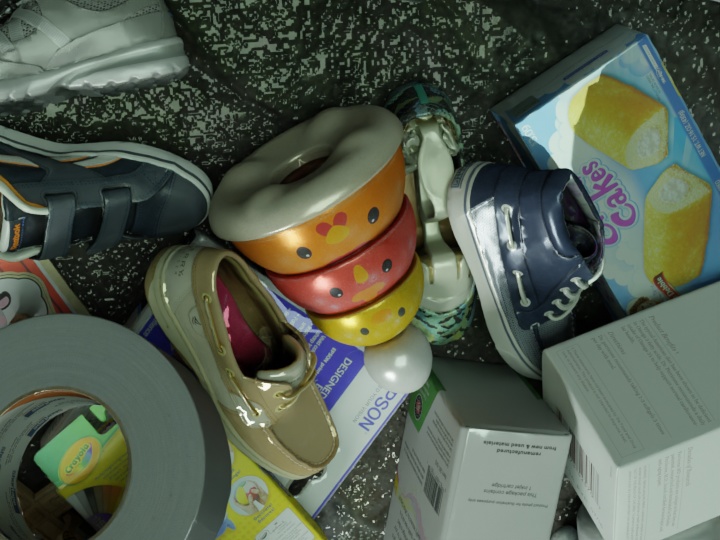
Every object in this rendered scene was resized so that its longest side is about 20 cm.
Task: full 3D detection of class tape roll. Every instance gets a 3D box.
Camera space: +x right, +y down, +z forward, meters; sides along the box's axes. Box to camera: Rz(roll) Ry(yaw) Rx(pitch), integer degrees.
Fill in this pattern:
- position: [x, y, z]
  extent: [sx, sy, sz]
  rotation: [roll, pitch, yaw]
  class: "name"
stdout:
- position: [-0.186, 0.132, 0.982]
  extent: [0.199, 0.066, 0.202]
  rotation: [-2, 76, 10]
  class: "tape roll"

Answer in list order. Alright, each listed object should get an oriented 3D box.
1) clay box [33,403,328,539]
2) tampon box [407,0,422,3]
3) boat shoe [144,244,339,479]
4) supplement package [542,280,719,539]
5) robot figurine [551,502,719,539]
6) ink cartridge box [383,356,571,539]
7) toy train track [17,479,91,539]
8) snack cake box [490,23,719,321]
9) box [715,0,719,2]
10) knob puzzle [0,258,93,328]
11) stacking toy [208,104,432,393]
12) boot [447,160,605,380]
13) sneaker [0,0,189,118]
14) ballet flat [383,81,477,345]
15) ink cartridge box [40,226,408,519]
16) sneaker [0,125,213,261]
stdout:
- position: [-0.125, 0.159, 1.076]
  extent: [0.115, 0.048, 0.200]
  rotation: [-40, 109, -2]
  class: "clay box"
- position: [-0.021, -0.288, 0.968]
  extent: [0.149, 0.126, 0.201]
  rotation: [7, 104, -14]
  class: "tampon box"
- position: [-0.067, 0.065, 1.030]
  extent: [0.200, 0.069, 0.074]
  rotation: [55, 48, -28]
  class: "boat shoe"
- position: [0.243, 0.096, 1.088]
  extent: [0.199, 0.117, 0.118]
  rotation: [-20, 138, -10]
  class: "supplement package"
- position: [0.229, 0.238, 1.180]
  extent: [0.169, 0.113, 0.201]
  rotation: [3, 110, 31]
  class: "robot figurine"
- position: [0.077, 0.183, 1.117]
  extent: [0.083, 0.145, 0.201]
  rotation: [7, 105, -13]
  class: "ink cartridge box"
- position: [-0.208, 0.210, 1.111]
  extent: [0.114, 0.033, 0.200]
  rotation: [-35, 116, 23]
  class: "toy train track"
- position: [0.195, -0.062, 1.110]
  extent: [0.115, 0.067, 0.201]
  rotation: [-34, 110, -1]
  class: "snack cake box"
- position: [0.235, -0.229, 0.997]
  extent: [0.183, 0.200, 0.106]
  rotation: [10, 104, -14]
  class: "box"
- position: [-0.307, 0.022, 1.055]
  extent: [0.218, 0.030, 0.221]
  rotation: [-3, 107, -10]
  class: "knob puzzle"
- position: [0.000, 0.000, 1.053]
  extent: [0.146, 0.146, 0.201]
  rotation: [-31, 113, -1]
  class: "stacking toy"
- position: [0.135, 0.009, 1.079]
  extent: [0.073, 0.090, 0.200]
  rotation: [-58, 135, -30]
  class: "boot"
- position: [-0.217, -0.150, 1.012]
  extent: [0.199, 0.075, 0.083]
  rotation: [-10, 88, -11]
  class: "sneaker"
- position: [0.050, -0.032, 1.090]
  extent: [0.074, 0.074, 0.201]
  rotation: [-13, 109, -7]
  class: "ballet flat"
- position: [-0.095, 0.101, 1.113]
  extent: [0.200, 0.043, 0.199]
  rotation: [35, 98, -17]
  class: "ink cartridge box"
- position: [-0.199, -0.043, 1.021]
  extent: [0.199, 0.080, 0.079]
  rotation: [9, 136, -11]
  class: "sneaker"
